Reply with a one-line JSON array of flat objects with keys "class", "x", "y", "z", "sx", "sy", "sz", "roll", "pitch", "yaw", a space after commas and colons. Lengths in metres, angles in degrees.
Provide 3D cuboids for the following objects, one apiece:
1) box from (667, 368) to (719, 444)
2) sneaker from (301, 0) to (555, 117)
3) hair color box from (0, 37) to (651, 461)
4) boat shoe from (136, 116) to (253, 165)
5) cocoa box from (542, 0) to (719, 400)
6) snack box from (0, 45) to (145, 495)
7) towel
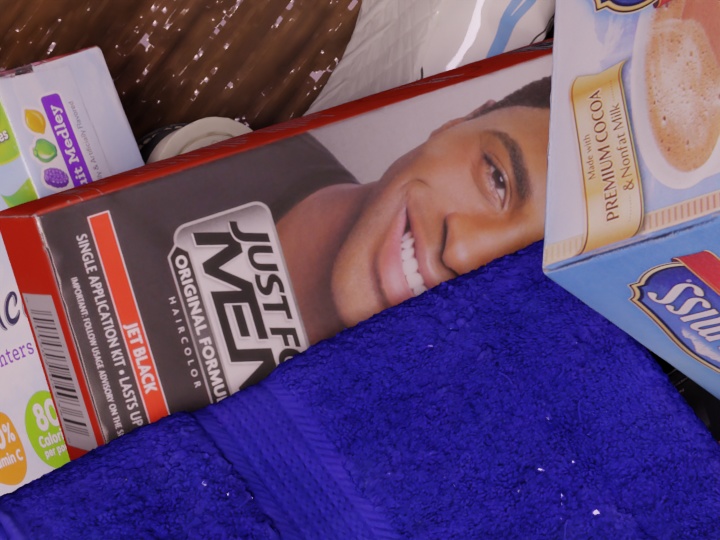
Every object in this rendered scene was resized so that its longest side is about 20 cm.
[{"class": "box", "x": 0.063, "y": 0.137, "z": 0.776, "sx": 0.200, "sy": 0.159, "sz": 0.046, "roll": -37, "pitch": 128, "yaw": 20}, {"class": "sneaker", "x": 0.037, "y": -0.081, "z": 0.863, "sx": 0.072, "sy": 0.072, "sz": 0.201, "roll": 27, "pitch": 85, "yaw": 44}, {"class": "hair color box", "x": 0.000, "y": 0.000, "z": 0.780, "sx": 0.199, "sy": 0.061, "sz": 0.102, "roll": -19, "pitch": 97, "yaw": -19}, {"class": "boat shoe", "x": -0.044, "y": 0.047, "z": 0.885, "sx": 0.067, "sy": 0.072, "sz": 0.201, "roll": -8, "pitch": 100, "yaw": 48}, {"class": "cocoa box", "x": 0.142, "y": -0.074, "z": 0.727, "sx": 0.131, "sy": 0.133, "sz": 0.201, "roll": -17, "pitch": 55, "yaw": 35}, {"class": "snack box", "x": -0.108, "y": 0.043, "z": 0.857, "sx": 0.142, "sy": 0.053, "sz": 0.201, "roll": -22, "pitch": 88, "yaw": 46}, {"class": "towel", "x": 0.009, "y": 0.079, "z": 0.692, "sx": 0.199, "sy": 0.050, "sz": 0.148, "roll": -25, "pitch": 62, "yaw": -18}]
